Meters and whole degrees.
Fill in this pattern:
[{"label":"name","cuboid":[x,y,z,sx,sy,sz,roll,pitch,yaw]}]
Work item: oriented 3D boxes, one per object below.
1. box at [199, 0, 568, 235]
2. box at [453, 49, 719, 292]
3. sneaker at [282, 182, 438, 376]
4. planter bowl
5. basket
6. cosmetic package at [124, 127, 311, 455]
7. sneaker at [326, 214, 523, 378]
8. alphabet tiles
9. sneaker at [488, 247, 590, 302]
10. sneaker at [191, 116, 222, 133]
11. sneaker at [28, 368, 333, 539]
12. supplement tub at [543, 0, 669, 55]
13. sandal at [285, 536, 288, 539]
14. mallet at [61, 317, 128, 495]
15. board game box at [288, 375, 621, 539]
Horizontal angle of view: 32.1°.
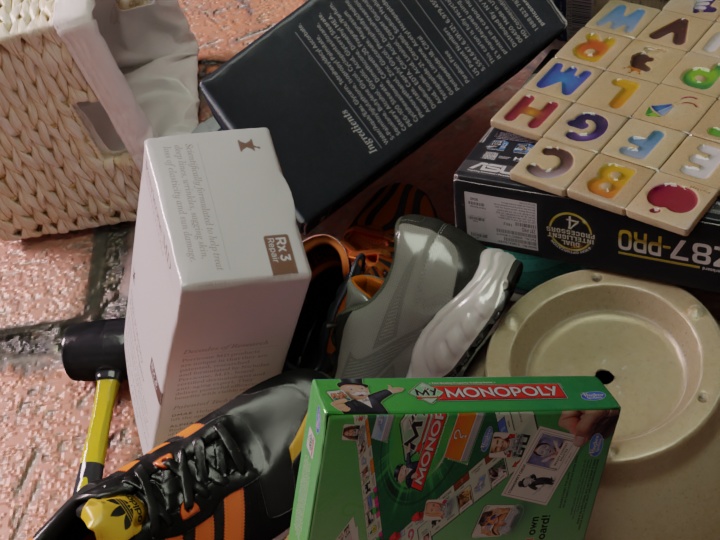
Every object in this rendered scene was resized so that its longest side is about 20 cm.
[{"label":"box","cuboid":[0.010,-0.125,0.797,0.200,0.148,0.107,-38,92,-3]},{"label":"box","cuboid":[0.171,-0.058,0.680,0.199,0.049,0.161,11,41,24]},{"label":"sneaker","cuboid":[0.000,0.000,0.780,0.077,0.112,0.200,6,52,19]},{"label":"planter bowl","cuboid":[0.133,0.085,0.660,0.199,0.135,0.201,-7,50,9]},{"label":"basket","cuboid":[-0.222,-0.154,0.917,0.160,0.198,0.200,-14,49,8]},{"label":"cosmetic package","cuboid":[-0.088,0.023,0.704,0.074,0.200,0.102,-7,56,-18]},{"label":"sneaker","cuboid":[0.011,0.052,0.699,0.079,0.200,0.074,35,28,5]},{"label":"alphabet tiles","cuboid":[0.174,-0.094,0.665,0.166,0.006,0.200,23,53,32]},{"label":"sneaker","cuboid":[0.170,-0.030,0.784,0.199,0.080,0.078,-11,48,6]},{"label":"sneaker","cuboid":[-0.064,-0.087,0.897,0.071,0.073,0.200,23,59,35]},{"label":"sneaker","cuboid":[-0.092,0.118,0.614,0.200,0.090,0.070,-38,69,3]},{"label":"supplement tub","cuboid":[0.234,-0.201,0.868,0.199,0.145,0.145,13,55,24]},{"label":"sandal","cuboid":[-0.069,0.124,0.684,0.211,0.070,0.078,1,24,34]},{"label":"mallet","cuboid":[-0.176,0.116,0.784,0.066,0.041,0.201,1,55,16]},{"label":"board game box","cuboid":[0.032,0.140,0.573,0.134,0.201,0.029,1,27,-17]}]
